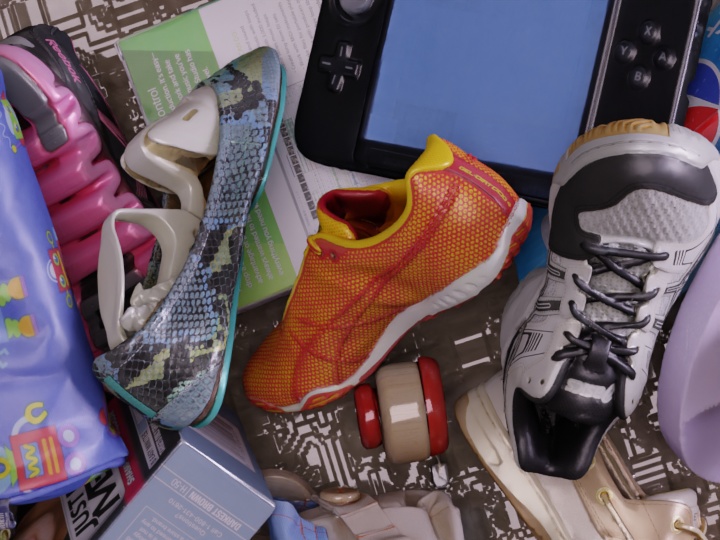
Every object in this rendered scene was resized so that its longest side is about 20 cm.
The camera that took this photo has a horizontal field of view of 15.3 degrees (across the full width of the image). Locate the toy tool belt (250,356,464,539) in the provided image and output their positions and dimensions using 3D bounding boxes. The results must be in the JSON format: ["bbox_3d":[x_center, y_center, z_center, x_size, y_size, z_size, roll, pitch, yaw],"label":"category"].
[{"bbox_3d":[-0.012,0.146,1.229,0.122,0.125,0.202,-7,86,-2],"label":"toy tool belt"}]

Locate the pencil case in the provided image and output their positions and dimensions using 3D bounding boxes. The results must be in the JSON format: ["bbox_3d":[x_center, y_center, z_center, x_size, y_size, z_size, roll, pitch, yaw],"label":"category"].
[{"bbox_3d":[-0.170,0.010,1.182,0.086,0.078,0.202,-17,93,5],"label":"pencil case"}]

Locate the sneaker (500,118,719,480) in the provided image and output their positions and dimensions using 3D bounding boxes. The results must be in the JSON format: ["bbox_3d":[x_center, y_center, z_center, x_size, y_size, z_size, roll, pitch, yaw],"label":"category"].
[{"bbox_3d":[0.107,0.018,1.134,0.075,0.201,0.088,9,55,-4],"label":"sneaker"}]

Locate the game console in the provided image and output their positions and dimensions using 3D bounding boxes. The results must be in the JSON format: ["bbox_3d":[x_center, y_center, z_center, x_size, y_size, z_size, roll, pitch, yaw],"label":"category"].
[{"bbox_3d":[0.041,-0.127,1.168,0.199,0.116,0.177,13,89,35],"label":"game console"}]

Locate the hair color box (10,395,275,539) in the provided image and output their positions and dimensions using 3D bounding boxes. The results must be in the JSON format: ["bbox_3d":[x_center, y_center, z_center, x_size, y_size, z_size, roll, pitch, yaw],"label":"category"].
[{"bbox_3d":[-0.131,0.147,1.237,0.060,0.099,0.200,36,99,-23],"label":"hair color box"}]

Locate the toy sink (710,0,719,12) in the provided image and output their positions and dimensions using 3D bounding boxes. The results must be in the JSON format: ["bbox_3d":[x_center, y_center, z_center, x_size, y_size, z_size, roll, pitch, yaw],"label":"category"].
[{"bbox_3d":[0.119,-0.223,1.215,0.200,0.130,0.112,41,73,8],"label":"toy sink"}]

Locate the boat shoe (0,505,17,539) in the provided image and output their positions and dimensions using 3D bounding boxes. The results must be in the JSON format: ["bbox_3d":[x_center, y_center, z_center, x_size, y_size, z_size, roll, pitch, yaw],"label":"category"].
[{"bbox_3d":[-0.185,0.073,1.258,0.071,0.061,0.202,-10,53,36],"label":"boat shoe"}]

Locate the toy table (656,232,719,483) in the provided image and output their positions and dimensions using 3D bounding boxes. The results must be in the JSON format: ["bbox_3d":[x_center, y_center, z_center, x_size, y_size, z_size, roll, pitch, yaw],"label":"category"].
[{"bbox_3d":[0.218,0.036,1.144,0.117,0.183,0.201,51,136,41],"label":"toy table"}]

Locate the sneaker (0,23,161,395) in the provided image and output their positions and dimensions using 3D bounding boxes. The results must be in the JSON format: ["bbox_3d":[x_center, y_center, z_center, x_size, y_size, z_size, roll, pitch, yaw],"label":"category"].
[{"bbox_3d":[-0.123,-0.031,1.274,0.079,0.096,0.201,-21,110,17],"label":"sneaker"}]

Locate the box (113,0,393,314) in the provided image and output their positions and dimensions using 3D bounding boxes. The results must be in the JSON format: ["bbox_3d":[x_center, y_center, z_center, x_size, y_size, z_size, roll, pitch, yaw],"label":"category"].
[{"bbox_3d":[-0.001,-0.079,1.282,0.199,0.036,0.145,-21,85,4],"label":"box"}]

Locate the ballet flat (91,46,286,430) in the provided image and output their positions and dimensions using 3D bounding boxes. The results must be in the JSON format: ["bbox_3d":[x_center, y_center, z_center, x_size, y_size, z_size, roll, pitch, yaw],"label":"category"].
[{"bbox_3d":[-0.079,-0.027,1.199,0.074,0.074,0.201,3,57,7],"label":"ballet flat"}]

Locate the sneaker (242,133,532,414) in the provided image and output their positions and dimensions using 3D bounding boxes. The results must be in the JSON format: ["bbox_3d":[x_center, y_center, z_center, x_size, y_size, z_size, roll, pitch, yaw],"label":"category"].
[{"bbox_3d":[0.000,0.000,1.222,0.077,0.073,0.200,40,133,-8],"label":"sneaker"}]

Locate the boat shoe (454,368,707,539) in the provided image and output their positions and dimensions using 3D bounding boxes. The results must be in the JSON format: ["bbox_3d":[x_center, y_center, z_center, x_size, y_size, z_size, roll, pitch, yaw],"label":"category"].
[{"bbox_3d":[0.126,0.122,1.237,0.069,0.074,0.200,-39,83,9],"label":"boat shoe"}]

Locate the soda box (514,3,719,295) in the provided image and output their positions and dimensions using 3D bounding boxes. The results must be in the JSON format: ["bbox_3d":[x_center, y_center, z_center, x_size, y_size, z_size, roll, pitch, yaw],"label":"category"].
[{"bbox_3d":[0.157,-0.058,1.200,0.068,0.064,0.200,32,119,-29],"label":"soda box"}]
